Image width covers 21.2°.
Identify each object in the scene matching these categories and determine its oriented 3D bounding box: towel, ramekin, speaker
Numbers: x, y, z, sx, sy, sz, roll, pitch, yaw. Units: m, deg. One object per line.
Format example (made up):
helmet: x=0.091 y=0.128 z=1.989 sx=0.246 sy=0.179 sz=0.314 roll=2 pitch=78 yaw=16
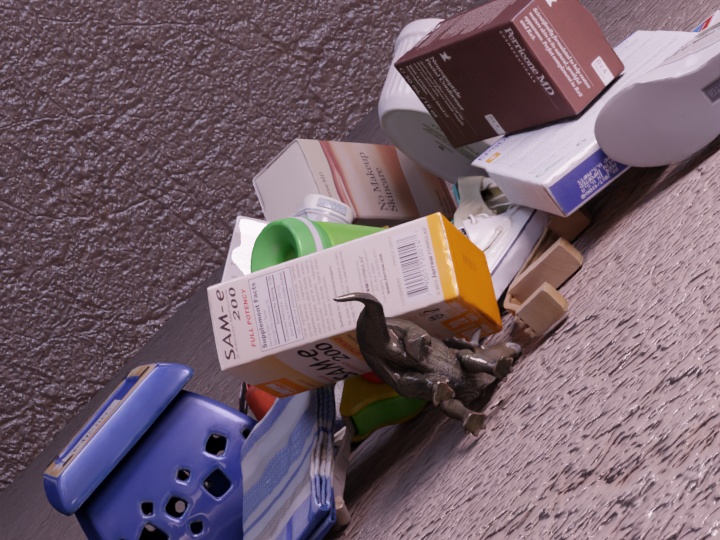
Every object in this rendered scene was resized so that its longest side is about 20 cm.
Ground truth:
towel: x=-0.063 y=0.173 z=1.580 sx=0.147 sy=0.024 sz=0.201 roll=-54 pitch=23 yaw=31
ramekin: x=0.108 y=-0.154 z=1.907 sx=0.095 sy=0.202 sz=0.202 roll=-61 pitch=11 yaw=-15
speaker: x=0.000 y=0.000 z=1.739 sx=0.199 sy=0.089 sz=0.088 roll=6 pitch=-35 yaw=-41

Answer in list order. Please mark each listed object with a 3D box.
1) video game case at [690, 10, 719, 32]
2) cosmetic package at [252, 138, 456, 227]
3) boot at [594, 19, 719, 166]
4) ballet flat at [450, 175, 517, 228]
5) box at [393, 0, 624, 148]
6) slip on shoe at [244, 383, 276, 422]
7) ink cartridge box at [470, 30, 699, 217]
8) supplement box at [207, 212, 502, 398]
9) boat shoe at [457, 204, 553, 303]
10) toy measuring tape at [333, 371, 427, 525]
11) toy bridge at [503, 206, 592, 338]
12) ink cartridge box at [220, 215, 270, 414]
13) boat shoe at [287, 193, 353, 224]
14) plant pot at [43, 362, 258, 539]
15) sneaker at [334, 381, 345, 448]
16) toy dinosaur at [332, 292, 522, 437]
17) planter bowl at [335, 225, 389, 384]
video game case: x=0.241 y=-0.139 z=1.727 sx=0.200 sy=0.017 sz=0.143 roll=-41 pitch=11 yaw=44
cosmetic package: x=-0.003 y=-0.075 z=2.059 sx=0.199 sy=0.104 sz=0.087 roll=-1 pitch=-30 yaw=-44
boot: x=0.271 y=-0.149 z=1.450 sx=0.199 sy=0.074 sz=0.096 roll=-27 pitch=13 yaw=37
ballet flat: x=0.123 y=-0.052 z=1.824 sx=0.069 sy=0.069 sz=0.200 roll=-45 pitch=10 yaw=17
box: x=0.125 y=-0.176 z=1.657 sx=0.075 sy=0.100 sz=0.200 roll=-44 pitch=15 yaw=-26
slip on shoe: x=-0.072 y=0.120 z=1.714 sx=0.074 sy=0.061 sz=0.201 roll=-52 pitch=44 yaw=49
ink cartridge box: x=0.203 y=-0.125 z=1.592 sx=0.196 sy=0.043 sz=0.200 roll=-39 pitch=13 yaw=-5
supplement box: x=-0.003 y=0.032 z=1.512 sx=0.199 sy=0.074 sz=0.126 roll=-18 pitch=-19 yaw=16
boat shoe: x=0.106 y=-0.017 z=1.635 sx=0.200 sy=0.070 sz=0.071 roll=-53 pitch=-7 yaw=-20
toy measuring tape: x=0.020 y=0.119 z=1.573 sx=0.074 sy=0.073 sz=0.201 roll=-41 pitch=27 yaw=40
toy bridge: x=0.145 y=0.004 z=1.526 sx=0.067 sy=0.027 sz=0.200 roll=-46 pitch=7 yaw=25
ink cartridge box: x=-0.120 y=0.061 z=1.910 sx=0.200 sy=0.044 sz=0.177 roll=101 pitch=180 yaw=-73
boat shoe: x=-0.055 y=-0.012 z=1.901 sx=0.201 sy=0.070 sz=0.072 roll=120 pitch=170 yaw=-70
plant pot: x=-0.183 y=0.199 z=1.807 sx=0.200 sy=0.180 sz=0.200 roll=-49 pitch=9 yaw=-12
sneaker: x=0.011 y=0.073 z=1.700 sx=0.200 sy=0.085 sz=0.077 roll=-47 pitch=8 yaw=25
toy dinosaur: x=0.043 y=0.068 z=1.409 sx=0.102 sy=0.199 sz=0.077 roll=15 pitch=89 yaw=56
planter bowl: x=-0.011 y=0.058 z=1.886 sx=0.200 sy=0.083 sz=0.200 roll=-47 pitch=6 yaw=6
